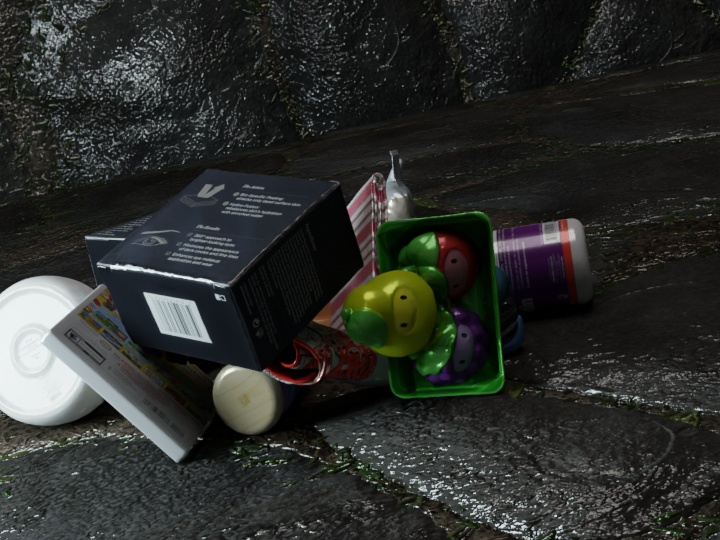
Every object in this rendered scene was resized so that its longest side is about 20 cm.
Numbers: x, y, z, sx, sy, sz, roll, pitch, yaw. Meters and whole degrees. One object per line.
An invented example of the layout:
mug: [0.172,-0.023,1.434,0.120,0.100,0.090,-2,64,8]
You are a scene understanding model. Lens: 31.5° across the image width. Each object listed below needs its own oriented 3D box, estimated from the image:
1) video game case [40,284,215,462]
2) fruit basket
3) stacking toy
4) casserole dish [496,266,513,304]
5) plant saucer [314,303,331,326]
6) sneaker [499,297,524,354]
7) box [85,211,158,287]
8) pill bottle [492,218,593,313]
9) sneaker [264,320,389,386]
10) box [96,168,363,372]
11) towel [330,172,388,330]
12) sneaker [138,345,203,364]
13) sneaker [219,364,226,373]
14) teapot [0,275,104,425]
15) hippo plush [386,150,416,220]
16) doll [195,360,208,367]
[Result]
video game case: [-0.252,0.112,1.452,0.023,0.200,0.182,-46,5,17]
fruit basket: [0.074,0.041,1.409,0.155,0.216,0.216,-5,15,19]
stacking toy: [-0.093,0.121,1.494,0.085,0.086,0.200,-5,11,22]
casserole dish: [0.091,0.023,1.590,0.199,0.121,0.039,18,49,1]
plant saucer: [-0.064,0.054,1.724,0.199,0.038,0.200,0,20,0]
sneaker: [0.101,0.053,1.550,0.199,0.083,0.071,3,20,22]
box: [-0.312,-0.026,2.119,0.196,0.124,0.200,-25,20,-40]
pill bottle: [0.197,0.001,1.657,0.199,0.113,0.112,-9,14,10]
sneaker: [-0.034,0.102,1.426,0.201,0.067,0.108,25,19,-17]
box: [-0.137,-0.007,1.385,0.196,0.118,0.200,9,41,37]
towel: [0.000,0.000,1.557,0.030,0.201,0.146,10,-27,-20]
sneaker: [-0.185,0.050,1.520,0.200,0.074,0.087,-18,36,-33]
sneaker: [-0.159,0.098,1.579,0.112,0.071,0.200,2,29,22]
teapot: [-0.368,0.098,1.603,0.199,0.198,0.146,13,2,21]
hippo plush: [0.007,-0.067,1.943,0.160,0.201,0.159,-17,-8,6]
doll: [-0.224,0.105,1.700,0.136,0.049,0.200,4,21,43]
